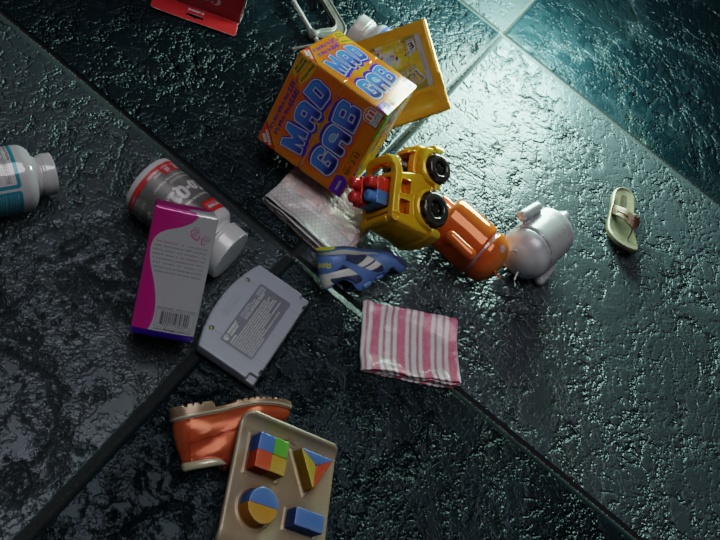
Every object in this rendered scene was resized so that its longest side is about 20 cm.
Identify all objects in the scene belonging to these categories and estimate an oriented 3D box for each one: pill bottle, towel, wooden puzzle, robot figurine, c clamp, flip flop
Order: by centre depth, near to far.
[{"bbox_3d":[-0.114,0.332,1.150,0.184,0.046,0.203,29,54,-29],"label":"wooden puzzle"},{"bbox_3d":[-0.597,-0.140,1.232,0.198,0.111,0.112,-15,66,-31],"label":"pill bottle"},{"bbox_3d":[-0.299,-0.090,1.331,0.199,0.114,0.114,39,52,4],"label":"pill bottle"},{"bbox_3d":[0.093,0.134,1.418,0.197,0.030,0.148,12,55,-16],"label":"towel"},{"bbox_3d":[-0.068,-0.131,1.513,0.199,0.032,0.191,41,52,3],"label":"towel"},{"bbox_3d":[0.217,-0.062,1.543,0.200,0.144,0.117,42,74,7],"label":"robot figurine"},{"bbox_3d":[0.372,-0.058,1.610,0.199,0.112,0.172,-36,112,-36],"label":"robot figurine"},{"bbox_3d":[0.060,-0.484,1.741,0.199,0.114,0.114,37,52,1],"label":"pill bottle"},{"bbox_3d":[-0.118,-0.600,1.790,0.169,0.027,0.202,-12,66,-29],"label":"c clamp"},{"bbox_3d":[0.629,-0.127,1.804,0.080,0.058,0.202,24,53,-8],"label":"flip flop"}]

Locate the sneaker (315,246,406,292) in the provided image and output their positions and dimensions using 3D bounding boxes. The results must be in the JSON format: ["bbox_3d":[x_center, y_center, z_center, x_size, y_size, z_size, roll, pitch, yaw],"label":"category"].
[{"bbox_3d":[0.000,0.000,1.435,0.197,0.074,0.084,4,85,-33],"label":"sneaker"}]

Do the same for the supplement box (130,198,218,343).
[{"bbox_3d":[-0.297,-0.002,1.219,0.100,0.103,0.203,12,99,-16],"label":"supplement box"}]

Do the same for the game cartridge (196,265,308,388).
[{"bbox_3d":[-0.189,0.089,1.317,0.132,0.042,0.201,31,52,3],"label":"game cartridge"}]

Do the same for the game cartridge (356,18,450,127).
[{"bbox_3d":[0.088,-0.424,1.670,0.174,0.032,0.203,-17,90,6],"label":"game cartridge"}]

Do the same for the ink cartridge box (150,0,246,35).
[{"bbox_3d":[-0.343,-0.630,1.673,0.197,0.084,0.178,14,55,-16],"label":"ink cartridge box"}]

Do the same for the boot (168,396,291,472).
[{"bbox_3d":[-0.196,0.255,1.195,0.197,0.075,0.109,-5,75,-27],"label":"boot"}]

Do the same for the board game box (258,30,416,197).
[{"bbox_3d":[-0.043,-0.311,1.500,0.199,0.201,0.200,35,34,1],"label":"board game box"}]

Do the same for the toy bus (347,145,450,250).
[{"bbox_3d":[0.064,-0.161,1.479,0.190,0.135,0.203,18,70,-34],"label":"toy bus"}]
